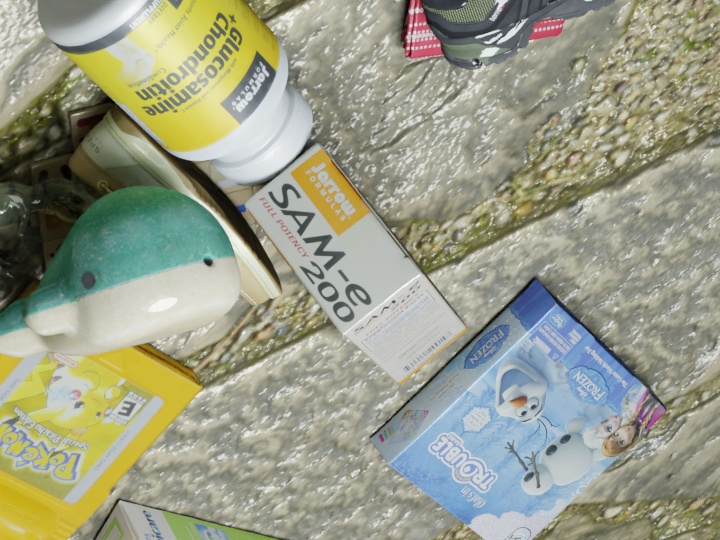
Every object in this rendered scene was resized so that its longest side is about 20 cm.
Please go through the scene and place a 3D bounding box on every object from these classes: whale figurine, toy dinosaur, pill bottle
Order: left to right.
[{"bbox_3d":[-0.281,-0.026,1.445,0.199,0.048,0.088,-4,131,-12],"label":"toy dinosaur"},{"bbox_3d":[-0.178,0.004,1.424,0.159,0.200,0.104,-13,87,-50],"label":"whale figurine"},{"bbox_3d":[-0.120,-0.146,1.405,0.112,0.112,0.200,-42,131,4],"label":"pill bottle"}]

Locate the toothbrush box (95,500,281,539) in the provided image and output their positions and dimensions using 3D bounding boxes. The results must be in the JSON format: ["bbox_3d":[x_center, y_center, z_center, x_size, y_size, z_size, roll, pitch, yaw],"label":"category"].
[{"bbox_3d":[-0.141,0.291,1.715,0.200,0.086,0.146,18,112,-37],"label":"toothbrush box"}]

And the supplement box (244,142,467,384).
[{"bbox_3d":[0.000,0.000,1.510,0.073,0.126,0.200,-39,161,1],"label":"supplement box"}]

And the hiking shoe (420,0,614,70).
[{"bbox_3d":[0.129,-0.228,1.470,0.200,0.076,0.101,-34,131,8],"label":"hiking shoe"}]

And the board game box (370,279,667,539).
[{"bbox_3d":[0.142,0.134,1.787,0.199,0.043,0.200,-44,131,7],"label":"board game box"}]

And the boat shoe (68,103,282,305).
[{"bbox_3d":[-0.134,-0.038,1.496,0.066,0.074,0.200,-38,121,7],"label":"boat shoe"}]

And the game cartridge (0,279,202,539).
[{"bbox_3d":[-0.245,0.122,1.577,0.200,0.032,0.176,-49,130,8],"label":"game cartridge"}]

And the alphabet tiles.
[{"bbox_3d":[-0.143,-0.060,1.522,0.199,0.006,0.167,-16,128,-18],"label":"alphabet tiles"}]

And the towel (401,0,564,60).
[{"bbox_3d":[0.102,-0.255,1.510,0.144,0.022,0.201,-12,128,-24],"label":"towel"}]
